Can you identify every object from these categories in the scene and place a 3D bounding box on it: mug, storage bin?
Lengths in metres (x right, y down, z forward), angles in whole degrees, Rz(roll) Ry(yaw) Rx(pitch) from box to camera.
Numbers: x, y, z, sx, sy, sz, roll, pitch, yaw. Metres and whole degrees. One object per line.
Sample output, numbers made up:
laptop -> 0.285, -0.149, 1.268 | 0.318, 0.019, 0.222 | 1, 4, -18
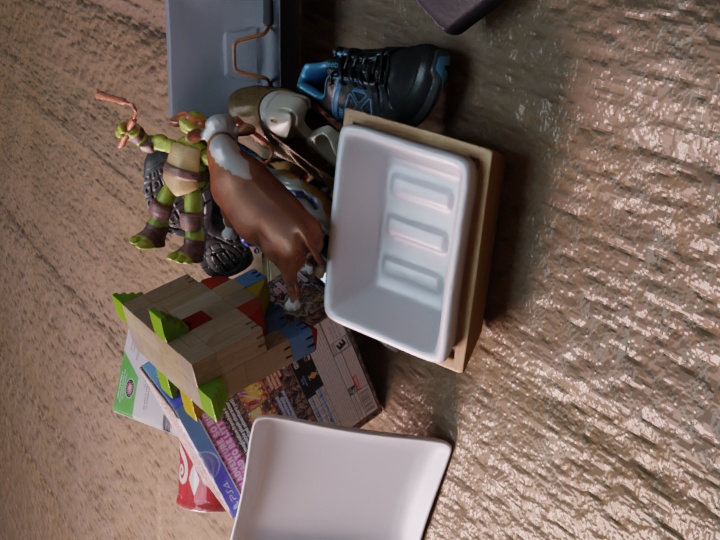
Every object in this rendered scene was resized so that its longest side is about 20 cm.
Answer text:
mug -> -0.157, 0.195, 1.412 | 0.175, 0.132, 0.204 | -1, 92, 40
storage bin -> -0.140, -0.236, 1.199 | 0.146, 0.132, 0.204 | -67, -22, -74

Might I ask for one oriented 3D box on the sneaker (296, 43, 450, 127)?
sneaker -> 0.009, -0.175, 1.042 | 0.199, 0.081, 0.074 | -7, 63, 59

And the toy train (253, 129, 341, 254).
toy train -> -0.063, -0.085, 1.200 | 0.200, 0.034, 0.046 | -45, 68, 34

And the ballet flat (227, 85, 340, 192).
ballet flat -> -0.046, -0.130, 1.097 | 0.199, 0.068, 0.072 | 40, 160, 5

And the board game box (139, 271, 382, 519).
board game box -> -0.100, 0.124, 1.152 | 0.097, 0.198, 0.161 | 36, 153, 52

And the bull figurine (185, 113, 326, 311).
bull figurine -> -0.096, -0.058, 1.037 | 0.201, 0.064, 0.122 | 51, 161, 35

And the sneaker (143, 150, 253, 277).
sneaker -> -0.190, -0.077, 1.252 | 0.201, 0.075, 0.092 | 63, -174, -49

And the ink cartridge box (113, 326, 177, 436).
ink cartridge box -> -0.192, 0.118, 1.301 | 0.198, 0.083, 0.149 | 11, 88, 44

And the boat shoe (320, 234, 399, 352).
boat shoe -> 0.000, 0.000, 1.133 | 0.068, 0.071, 0.200 | -50, 43, 6

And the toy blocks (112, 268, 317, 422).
toy blocks -> -0.132, 0.052, 1.060 | 0.199, 0.135, 0.101 | 29, 137, 48

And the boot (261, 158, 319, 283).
boot -> -0.107, -0.030, 1.314 | 0.174, 0.065, 0.204 | 9, 106, 60

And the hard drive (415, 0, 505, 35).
hard drive -> 0.057, -0.297, 0.884 | 0.134, 0.042, 0.201 | -28, 99, 45

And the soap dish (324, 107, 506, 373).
soap dish -> 0.048, -0.031, 0.983 | 0.156, 0.081, 0.204 | 20, 116, 33

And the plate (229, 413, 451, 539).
plate -> -0.025, 0.227, 1.121 | 0.033, 0.196, 0.203 | -95, 16, -57

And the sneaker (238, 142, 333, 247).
sneaker -> -0.116, -0.076, 1.159 | 0.199, 0.075, 0.089 | 31, 90, 35

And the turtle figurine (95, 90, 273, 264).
turtle figurine -> -0.190, -0.099, 1.137 | 0.064, 0.197, 0.164 | -49, -24, -74
